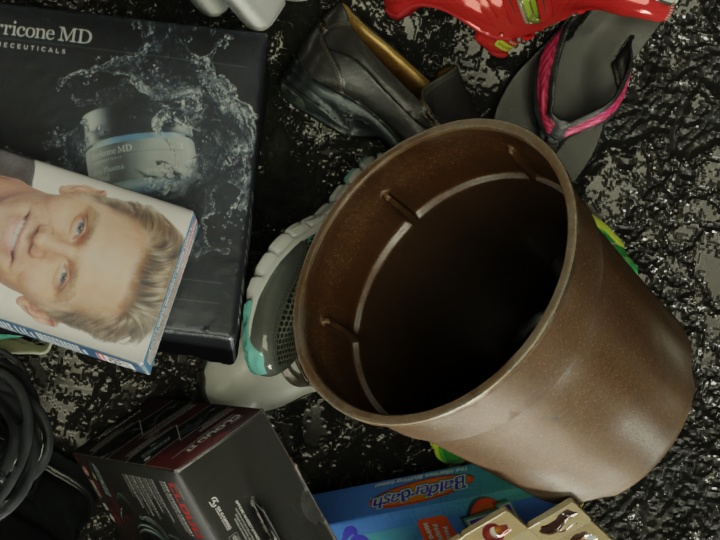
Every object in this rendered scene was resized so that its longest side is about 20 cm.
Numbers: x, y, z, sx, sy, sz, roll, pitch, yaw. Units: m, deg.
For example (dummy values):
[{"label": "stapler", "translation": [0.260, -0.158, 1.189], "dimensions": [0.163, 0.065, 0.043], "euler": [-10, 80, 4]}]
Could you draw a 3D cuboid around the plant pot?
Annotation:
[{"label": "plant pot", "translation": [0.097, 0.041, 1.419], "dimensions": [0.200, 0.200, 0.198], "euler": [-46, 134, 7]}]

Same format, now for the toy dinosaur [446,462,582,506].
[{"label": "toy dinosaur", "translation": [0.115, 0.148, 1.620], "dimensions": [0.101, 0.058, 0.201], "euler": [-1, 112, -19]}]

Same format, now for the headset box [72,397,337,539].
[{"label": "headset box", "translation": [-0.091, 0.168, 1.523], "dimensions": [0.077, 0.200, 0.149], "euler": [-35, 106, -23]}]

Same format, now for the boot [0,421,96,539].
[{"label": "boot", "translation": [-0.269, 0.170, 1.531], "dimensions": [0.198, 0.163, 0.073], "euler": [26, 124, -11]}]

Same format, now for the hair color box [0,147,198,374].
[{"label": "hair color box", "translation": [-0.206, -0.017, 1.378], "dimensions": [0.200, 0.061, 0.100], "euler": [18, 82, 1]}]

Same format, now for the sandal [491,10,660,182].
[{"label": "sandal", "translation": [0.150, -0.136, 1.548], "dimensions": [0.075, 0.045, 0.200], "euler": [28, 100, -10]}]

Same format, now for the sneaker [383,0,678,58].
[{"label": "sneaker", "translation": [0.110, -0.181, 1.518], "dimensions": [0.199, 0.077, 0.085], "euler": [11, 106, 11]}]

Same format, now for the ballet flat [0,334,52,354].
[{"label": "ballet flat", "translation": [-0.199, 0.023, 1.562], "dimensions": [0.199, 0.067, 0.071], "euler": [-1, 128, -3]}]

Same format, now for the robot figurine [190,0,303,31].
[{"label": "robot figurine", "translation": [-0.045, -0.251, 1.457], "dimensions": [0.169, 0.113, 0.200], "euler": [23, 75, 32]}]

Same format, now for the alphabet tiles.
[{"label": "alphabet tiles", "translation": [0.070, 0.214, 1.490], "dimensions": [0.200, 0.006, 0.166], "euler": [-32, 144, 11]}]

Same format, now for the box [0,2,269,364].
[{"label": "box", "translation": [-0.165, -0.055, 1.474], "dimensions": [0.196, 0.117, 0.201], "euler": [6, 81, -2]}]

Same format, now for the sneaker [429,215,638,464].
[{"label": "sneaker", "translation": [0.115, 0.055, 1.569], "dimensions": [0.084, 0.074, 0.200], "euler": [37, 99, 15]}]

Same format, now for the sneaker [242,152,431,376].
[{"label": "sneaker", "translation": [0.000, 0.000, 1.496], "dimensions": [0.091, 0.200, 0.078], "euler": [21, 142, 27]}]

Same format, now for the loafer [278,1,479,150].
[{"label": "loafer", "translation": [0.046, -0.103, 1.525], "dimensions": [0.200, 0.073, 0.072], "euler": [28, 108, -5]}]

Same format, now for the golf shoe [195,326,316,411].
[{"label": "golf shoe", "translation": [-0.021, 0.047, 1.557], "dimensions": [0.200, 0.095, 0.078], "euler": [-28, 105, 5]}]

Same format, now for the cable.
[{"label": "cable", "translation": [-0.296, 0.119, 1.497], "dimensions": [0.163, 0.200, 0.051], "euler": [25, 141, 29]}]

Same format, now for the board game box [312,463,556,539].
[{"label": "board game box", "translation": [0.063, 0.210, 1.585], "dimensions": [0.200, 0.045, 0.152], "euler": [-13, 117, 17]}]
